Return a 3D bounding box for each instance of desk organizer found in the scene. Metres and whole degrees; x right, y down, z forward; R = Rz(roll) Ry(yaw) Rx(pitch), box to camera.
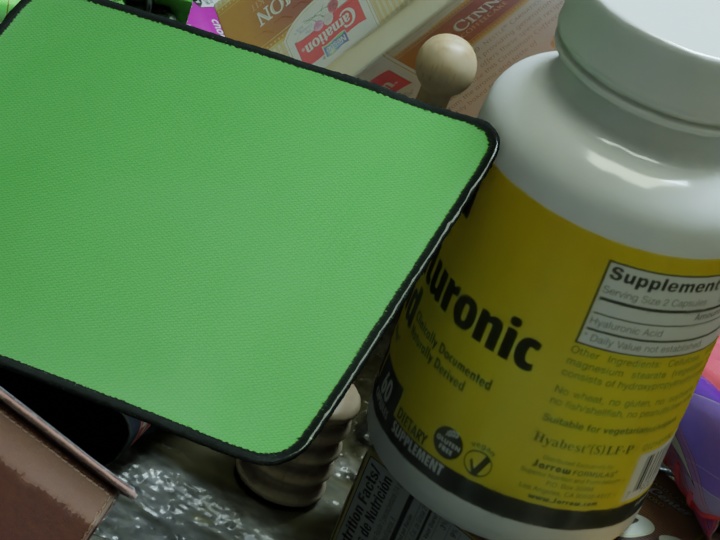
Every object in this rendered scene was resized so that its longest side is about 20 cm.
[{"bbox_3d":[-0.166,0.063,0.950,0.072,0.077,0.200,41,-13,-33],"label":"desk organizer"}]

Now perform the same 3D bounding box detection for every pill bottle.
[{"bbox_3d":[0.082,-0.009,1.036,0.111,0.201,0.111,16,28,-9],"label":"pill bottle"}]

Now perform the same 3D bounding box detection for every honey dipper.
[{"bbox_3d":[0.000,0.000,1.078,0.038,0.201,0.038,16,30,-9],"label":"honey dipper"}]

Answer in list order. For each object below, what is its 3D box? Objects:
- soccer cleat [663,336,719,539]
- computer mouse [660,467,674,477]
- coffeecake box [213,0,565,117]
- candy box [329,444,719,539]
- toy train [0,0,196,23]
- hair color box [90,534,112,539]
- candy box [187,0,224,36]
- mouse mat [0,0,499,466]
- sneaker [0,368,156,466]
[{"bbox_3d":[0.134,0.061,1.111,0.066,0.077,0.200,12,12,-29],"label":"soccer cleat"},{"bbox_3d":[0.122,0.069,1.192,0.199,0.059,0.034,24,59,0],"label":"computer mouse"},{"bbox_3d":[0.065,-0.093,1.164,0.200,0.153,0.073,23,38,-52],"label":"coffeecake box"},{"bbox_3d":[0.099,0.128,1.083,0.200,0.056,0.115,38,32,27],"label":"candy box"},{"bbox_3d":[-0.160,-0.116,1.142,0.199,0.042,0.057,9,71,-6],"label":"toy train"},{"bbox_3d":[-0.026,0.159,0.942,0.199,0.061,0.100,18,31,-9],"label":"hair color box"},{"bbox_3d":[-0.004,-0.068,1.313,0.199,0.061,0.137,-6,49,-42],"label":"candy box"},{"bbox_3d":[-0.070,-0.021,0.987,0.199,0.008,0.161,20,56,22],"label":"mouse mat"},{"bbox_3d":[-0.080,0.036,1.100,0.199,0.075,0.085,-6,38,-25],"label":"sneaker"}]
